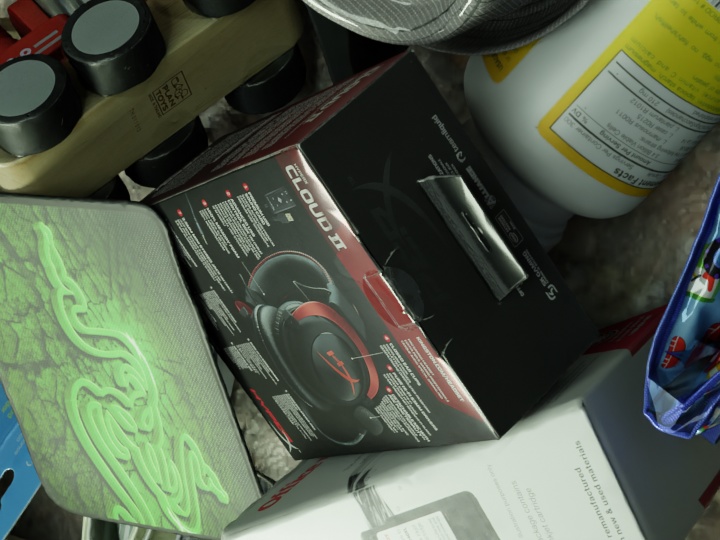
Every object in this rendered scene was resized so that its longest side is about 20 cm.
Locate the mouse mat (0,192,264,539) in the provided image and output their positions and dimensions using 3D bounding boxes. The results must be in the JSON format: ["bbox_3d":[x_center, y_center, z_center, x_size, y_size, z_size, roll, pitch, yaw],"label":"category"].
[{"bbox_3d":[-0.127,0.050,0.899,0.160,0.008,0.201,4,125,36],"label":"mouse mat"}]

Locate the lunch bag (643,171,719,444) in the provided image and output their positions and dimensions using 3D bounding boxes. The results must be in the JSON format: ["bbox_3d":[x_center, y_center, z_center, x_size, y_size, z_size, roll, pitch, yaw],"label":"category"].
[{"bbox_3d":[0.186,-0.015,0.754,0.094,0.150,0.201,37,112,21],"label":"lunch bag"}]

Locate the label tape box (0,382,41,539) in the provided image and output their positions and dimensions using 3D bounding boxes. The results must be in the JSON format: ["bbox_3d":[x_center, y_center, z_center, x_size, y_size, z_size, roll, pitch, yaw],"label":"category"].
[{"bbox_3d":[-0.274,0.089,1.036,0.199,0.066,0.144,29,82,34],"label":"label tape box"}]

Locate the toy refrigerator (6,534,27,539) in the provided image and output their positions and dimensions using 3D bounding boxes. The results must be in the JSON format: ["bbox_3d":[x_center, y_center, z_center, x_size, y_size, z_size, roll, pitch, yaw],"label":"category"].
[{"bbox_3d":[-0.181,0.198,1.035,0.198,0.076,0.071,12,101,29],"label":"toy refrigerator"}]

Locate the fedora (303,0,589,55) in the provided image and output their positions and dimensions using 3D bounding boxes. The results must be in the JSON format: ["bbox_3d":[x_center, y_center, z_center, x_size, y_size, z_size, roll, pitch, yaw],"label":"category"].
[{"bbox_3d":[0.007,-0.167,0.738,0.200,0.090,0.177,48,135,2],"label":"fedora"}]

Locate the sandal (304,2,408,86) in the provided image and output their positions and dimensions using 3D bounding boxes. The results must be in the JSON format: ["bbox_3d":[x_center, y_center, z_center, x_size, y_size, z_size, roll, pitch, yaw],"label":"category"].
[{"bbox_3d":[0.003,-0.137,0.866,0.045,0.075,0.201,-37,53,26],"label":"sandal"}]

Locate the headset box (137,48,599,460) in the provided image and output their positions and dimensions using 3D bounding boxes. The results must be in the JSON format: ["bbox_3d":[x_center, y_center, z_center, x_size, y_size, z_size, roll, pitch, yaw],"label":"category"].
[{"bbox_3d":[0.000,0.000,0.797,0.149,0.075,0.200,55,151,-11],"label":"headset box"}]

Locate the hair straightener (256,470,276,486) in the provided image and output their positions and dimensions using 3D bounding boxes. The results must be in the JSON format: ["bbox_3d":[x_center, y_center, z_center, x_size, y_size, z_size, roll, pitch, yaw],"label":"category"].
[{"bbox_3d":[-0.035,0.186,0.976,0.076,0.041,0.202,-20,81,30],"label":"hair straightener"}]

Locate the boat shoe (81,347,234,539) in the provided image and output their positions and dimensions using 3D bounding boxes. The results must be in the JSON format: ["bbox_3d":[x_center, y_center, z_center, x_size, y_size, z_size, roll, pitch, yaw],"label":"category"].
[{"bbox_3d":[-0.112,0.076,0.987,0.071,0.062,0.202,7,99,29],"label":"boat shoe"}]

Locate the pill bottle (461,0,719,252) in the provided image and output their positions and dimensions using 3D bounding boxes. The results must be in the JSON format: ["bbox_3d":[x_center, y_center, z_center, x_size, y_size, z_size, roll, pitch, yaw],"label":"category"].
[{"bbox_3d":[0.116,-0.096,0.812,0.104,0.104,0.200,50,117,15],"label":"pill bottle"}]

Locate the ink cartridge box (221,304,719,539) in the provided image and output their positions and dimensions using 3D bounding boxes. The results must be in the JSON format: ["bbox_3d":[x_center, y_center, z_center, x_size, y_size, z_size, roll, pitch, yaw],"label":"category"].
[{"bbox_3d":[0.057,0.103,0.843,0.199,0.145,0.084,-24,95,30],"label":"ink cartridge box"}]

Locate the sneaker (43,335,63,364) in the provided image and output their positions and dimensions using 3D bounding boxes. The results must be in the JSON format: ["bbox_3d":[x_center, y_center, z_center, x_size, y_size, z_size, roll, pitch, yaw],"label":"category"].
[{"bbox_3d":[-0.075,0.000,0.937,0.198,0.073,0.078,-15,92,10],"label":"sneaker"}]

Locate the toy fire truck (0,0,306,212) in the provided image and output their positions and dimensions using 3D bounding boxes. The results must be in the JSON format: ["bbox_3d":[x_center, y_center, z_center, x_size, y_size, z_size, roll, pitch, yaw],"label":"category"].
[{"bbox_3d":[-0.144,-0.124,0.950,0.176,0.129,0.200,-38,53,-12],"label":"toy fire truck"}]
